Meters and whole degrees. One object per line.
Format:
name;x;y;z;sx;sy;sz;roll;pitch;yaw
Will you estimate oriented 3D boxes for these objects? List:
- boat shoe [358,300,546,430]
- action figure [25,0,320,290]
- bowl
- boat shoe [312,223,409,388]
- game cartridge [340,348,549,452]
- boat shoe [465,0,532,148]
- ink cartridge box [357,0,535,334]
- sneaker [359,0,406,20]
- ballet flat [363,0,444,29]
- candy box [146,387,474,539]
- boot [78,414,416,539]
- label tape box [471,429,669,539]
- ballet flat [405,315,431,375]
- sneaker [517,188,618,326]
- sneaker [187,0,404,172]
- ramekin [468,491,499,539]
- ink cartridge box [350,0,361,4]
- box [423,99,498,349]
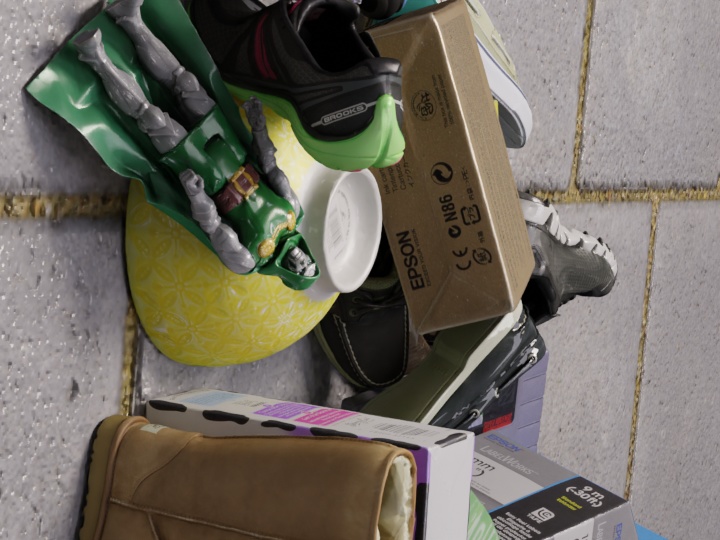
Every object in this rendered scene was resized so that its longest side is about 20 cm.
boat shoe;0.054;0.102;1.402;0.200;0.074;0.066;-49;118;-5
action figure;-0.088;-0.066;1.137;0.200;0.054;0.118;52;60;-20
bowl;-0.051;-0.031;1.248;0.200;0.107;0.202;-28;122;-59
boat shoe;0.001;-0.001;1.381;0.071;0.066;0.203;-20;116;-21
game cartridge;0.064;0.133;1.510;0.199;0.038;0.131;-15;124;-39
boat shoe;0.089;-0.165;1.536;0.200;0.071;0.063;50;55;-53
ink cartridge box;0.054;-0.074;1.336;0.165;0.074;0.202;-48;122;-76
sneaker;-0.035;-0.215;1.285;0.199;0.070;0.083;38;69;-54
ballet flat;0.030;-0.116;1.449;0.071;0.070;0.202;-13;108;-62
candy box;-0.037;0.171;1.221;0.071;0.198;0.170;-11;107;-63
boot;-0.072;0.176;1.153;0.066;0.198;0.177;-8;104;-62
label tape box;0.121;0.178;1.460;0.199;0.144;0.064;-16;119;-40
ballet flat;0.024;0.057;1.501;0.067;0.046;0.200;-42;136;-8
sneaker;0.141;0.005;1.532;0.200;0.066;0.091;30;72;-59
sneaker;-0.032;-0.130;1.167;0.076;0.200;0.085;-8;122;-38
ramekin;0.002;0.213;1.327;0.098;0.198;0.202;-41;133;-63
ink cartridge box;-0.068;-0.235;1.153;0.199;0.050;0.110;15;90;-46
box;0.071;-0.033;1.531;0.050;0.075;0.202;-39;131;-54
